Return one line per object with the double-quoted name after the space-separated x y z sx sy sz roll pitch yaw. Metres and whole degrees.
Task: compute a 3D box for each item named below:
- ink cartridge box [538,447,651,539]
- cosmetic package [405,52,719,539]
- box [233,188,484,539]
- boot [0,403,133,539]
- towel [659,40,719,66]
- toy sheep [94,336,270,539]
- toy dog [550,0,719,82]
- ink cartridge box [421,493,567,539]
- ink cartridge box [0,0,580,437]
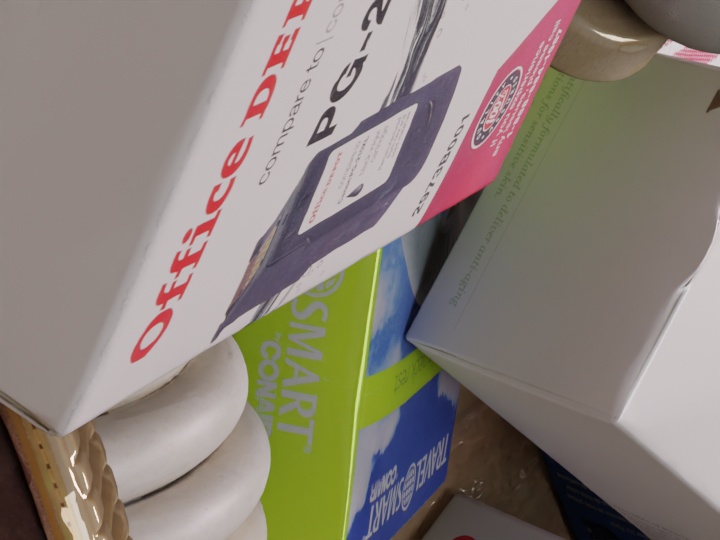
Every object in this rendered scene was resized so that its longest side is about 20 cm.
0.149 0.077 1.043 0.136 0.076 0.201 -43 132 -24 "ink cartridge box"
0.115 0.028 0.873 0.200 0.085 0.108 41 75 -45 "cosmetic package"
0.000 0.000 0.857 0.122 0.047 0.201 -33 132 -70 "box"
-0.151 0.041 0.673 0.166 0.072 0.201 -25 91 -1 "boot"
0.099 -0.094 0.910 0.146 0.030 0.201 -35 152 -29 "towel"
-0.089 0.049 0.769 0.137 0.138 0.201 -25 122 -35 "toy sheep"
0.134 -0.104 0.786 0.200 0.132 0.096 -38 87 -18 "toy dog"
0.052 0.203 0.945 0.200 0.145 0.145 -52 133 -18 "ink cartridge box"
-0.019 -0.070 0.632 0.200 0.084 0.145 -31 151 -56 "ink cartridge box"
